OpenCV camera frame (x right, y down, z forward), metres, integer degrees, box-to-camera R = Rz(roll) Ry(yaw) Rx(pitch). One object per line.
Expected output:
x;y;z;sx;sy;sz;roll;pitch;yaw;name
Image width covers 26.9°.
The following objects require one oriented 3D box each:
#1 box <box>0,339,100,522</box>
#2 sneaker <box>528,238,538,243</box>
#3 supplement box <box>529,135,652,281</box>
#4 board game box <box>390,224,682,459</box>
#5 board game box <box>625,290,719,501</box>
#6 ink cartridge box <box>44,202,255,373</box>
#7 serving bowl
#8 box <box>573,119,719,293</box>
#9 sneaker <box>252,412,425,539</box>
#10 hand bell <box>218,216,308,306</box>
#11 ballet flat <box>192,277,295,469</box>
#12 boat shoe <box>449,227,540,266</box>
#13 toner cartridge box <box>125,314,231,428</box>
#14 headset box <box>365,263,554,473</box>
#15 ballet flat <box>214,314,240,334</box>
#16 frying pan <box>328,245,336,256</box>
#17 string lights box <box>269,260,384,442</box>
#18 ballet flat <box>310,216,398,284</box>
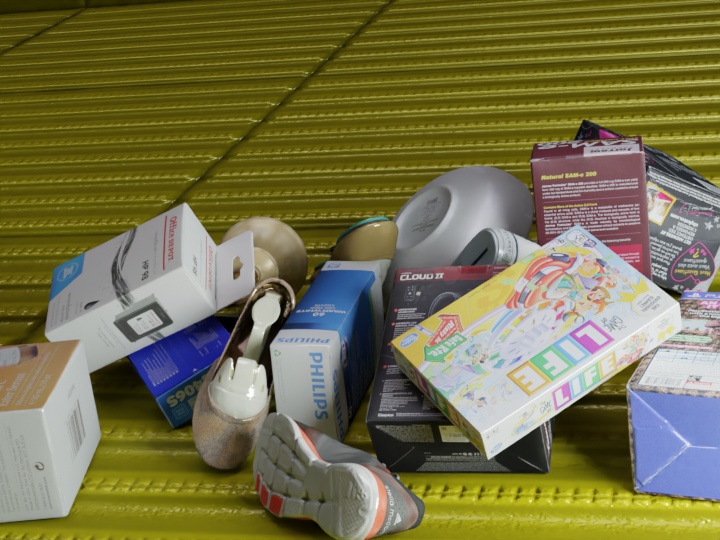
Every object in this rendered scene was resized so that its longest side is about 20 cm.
-0.350;0.145;1.340;0.200;0.107;0.152;-5;21;4;box
0.149;-0.006;1.590;0.200;0.090;0.067;1;23;22;sneaker
0.226;-0.025;1.458;0.109;0.200;0.061;-3;21;10;supplement box
0.144;0.054;1.242;0.200;0.034;0.134;-32;45;-15;board game box
0.324;0.102;1.241;0.159;0.097;0.200;3;23;26;board game box
-0.207;0.010;1.483;0.200;0.067;0.116;-26;34;12;ink cartridge box
0.084;-0.036;1.575;0.200;0.066;0.200;-35;30;24;serving bowl
0.300;-0.065;1.610;0.132;0.115;0.200;20;15;-18;box
-0.019;0.176;1.235;0.082;0.077;0.200;12;9;-34;sneaker
-0.118;0.007;1.569;0.104;0.104;0.200;-5;8;6;hand bell
-0.104;0.085;1.364;0.068;0.067;0.200;17;51;-3;ballet flat
0.102;0.033;1.459;0.067;0.074;0.200;13;-35;-30;boat shoe
-0.186;0.072;1.497;0.095;0.043;0.200;-33;34;-9;toner cartridge box
0.096;0.076;1.316;0.149;0.077;0.200;-2;44;14;headset box
-0.149;0.056;1.573;0.200;0.057;0.066;3;27;26;ballet flat
0.022;-0.022;1.688;0.115;0.031;0.190;-11;1;-2;frying pan
-0.026;0.074;1.422;0.059;0.103;0.200;1;22;14;string lights box
0.000;0.000;1.556;0.069;0.063;0.200;-11;-12;-17;ballet flat
